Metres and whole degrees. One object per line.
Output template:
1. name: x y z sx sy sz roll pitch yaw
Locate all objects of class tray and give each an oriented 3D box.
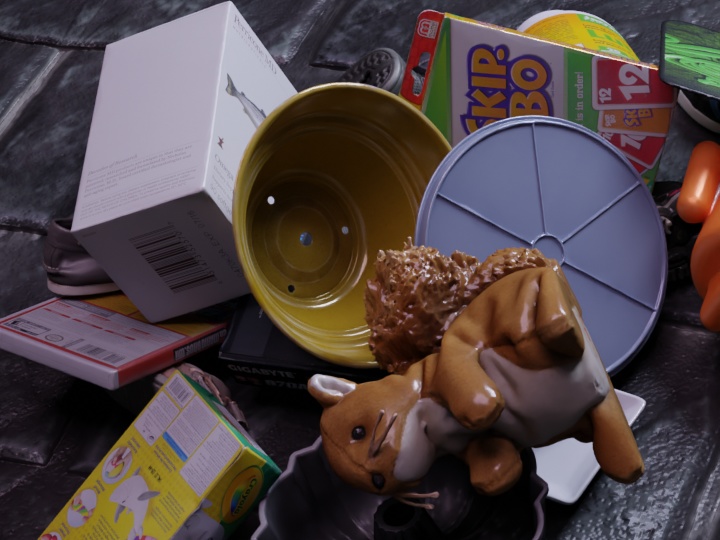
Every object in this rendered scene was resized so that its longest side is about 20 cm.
1. tray: 0.096 0.106 1.556 0.199 0.022 0.107 18 53 33

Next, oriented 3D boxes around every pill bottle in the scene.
1. pill bottle: 0.169 -0.142 1.713 0.111 0.111 0.200 -16 22 1

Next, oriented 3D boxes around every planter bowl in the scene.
1. planter bowl: -0.021 -0.027 1.538 0.200 0.201 0.083 -44 16 -28

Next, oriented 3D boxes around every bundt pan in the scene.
1. bundt pan: 0.033 0.185 1.449 0.201 0.076 0.202 -10 42 9

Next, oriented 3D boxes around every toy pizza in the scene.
1. toy pizza: 0.128 -0.010 1.549 0.200 0.200 0.032 -37 6 -22

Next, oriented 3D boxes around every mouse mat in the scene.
1. mouse mat: 0.318 -0.138 1.610 0.199 0.008 0.161 15 25 2

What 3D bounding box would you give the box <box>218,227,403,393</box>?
1. box: 0.000 0.000 1.621 0.158 0.046 0.201 7 61 25

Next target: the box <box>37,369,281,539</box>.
1. box: -0.153 0.179 1.491 0.200 0.048 0.117 -49 39 1

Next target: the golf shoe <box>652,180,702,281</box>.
1. golf shoe: 0.173 -0.010 1.633 0.199 0.077 0.088 -22 25 -15

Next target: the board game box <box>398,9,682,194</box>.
1. board game box: 0.129 -0.123 1.596 0.199 0.096 0.030 14 12 0

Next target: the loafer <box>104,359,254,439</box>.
1. loafer: -0.129 0.090 1.618 0.063 0.072 0.200 -31 40 -25

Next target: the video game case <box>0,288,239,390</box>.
1. video game case: -0.166 0.036 1.661 0.143 0.018 0.200 16 27 38

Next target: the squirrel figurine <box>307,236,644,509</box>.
1. squirrel figurine: 0.061 0.070 1.427 0.186 0.142 0.200 -25 37 8

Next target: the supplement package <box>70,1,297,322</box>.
1. supplement package: -0.128 -0.083 1.634 0.117 0.117 0.201 -17 45 23

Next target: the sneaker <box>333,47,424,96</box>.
1. sneaker: -0.013 -0.091 1.782 0.199 0.114 0.076 -35 41 22

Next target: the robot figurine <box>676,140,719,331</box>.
1. robot figurine: 0.310 -0.030 1.565 0.143 0.117 0.200 4 46 29

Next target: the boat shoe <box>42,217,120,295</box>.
1. boat shoe: -0.154 -0.025 1.711 0.199 0.057 0.067 -11 23 -26

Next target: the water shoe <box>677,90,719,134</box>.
1. water shoe: 0.320 -0.141 1.709 0.071 0.079 0.200 -33 43 -19
